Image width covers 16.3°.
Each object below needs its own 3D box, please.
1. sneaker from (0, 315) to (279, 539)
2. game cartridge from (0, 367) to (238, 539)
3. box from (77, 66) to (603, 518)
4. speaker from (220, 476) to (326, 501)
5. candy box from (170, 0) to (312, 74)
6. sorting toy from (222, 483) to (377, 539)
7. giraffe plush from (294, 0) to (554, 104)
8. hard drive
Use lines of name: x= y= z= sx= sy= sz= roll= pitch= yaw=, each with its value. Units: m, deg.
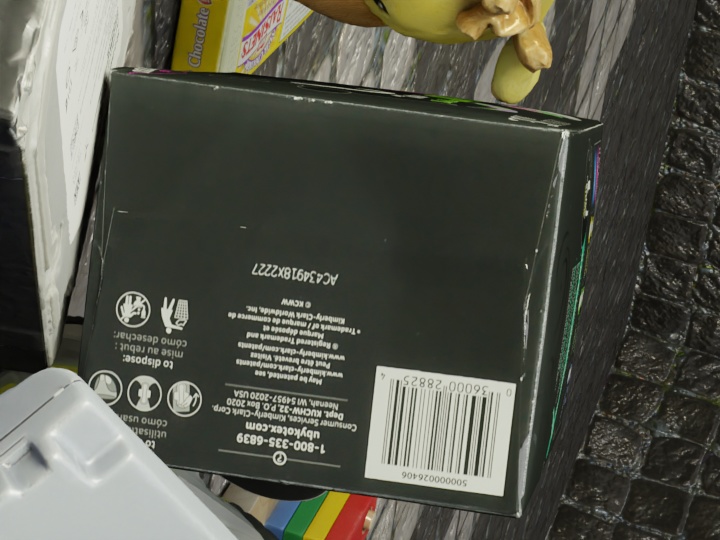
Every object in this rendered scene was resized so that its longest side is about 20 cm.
sneaker: x=-0.076 y=0.115 z=0.930 sx=0.075 sy=0.200 sz=0.076 roll=-31 pitch=-168 yaw=33
game cartridge: x=-0.117 y=0.127 z=0.668 sx=0.200 sy=0.040 sz=0.133 roll=-39 pitch=130 yaw=-1
box: x=0.000 y=0.000 z=0.857 sx=0.200 sy=0.148 sz=0.125 roll=-31 pitch=129 yaw=-81
speaker: x=-0.017 y=0.018 z=1.274 sx=0.081 sy=0.081 sz=0.200 roll=94 pitch=17 yaw=-50
candy box: x=-0.030 y=-0.151 z=1.083 sx=0.200 sy=0.026 sz=0.102 roll=-53 pitch=160 yaw=-60
sorting toy: x=-0.053 y=0.208 z=1.409 sx=0.199 sy=0.069 sz=0.200 roll=-57 pitch=161 yaw=-55
giraffe plush: x=0.025 y=-0.144 z=0.835 sx=0.172 sy=0.200 sz=0.162 roll=18 pitch=68 yaw=-43
hard drive: x=-0.094 y=-0.066 z=0.731 sx=0.200 sy=0.038 sz=0.140 roll=103 pitch=-3 yaw=-67
